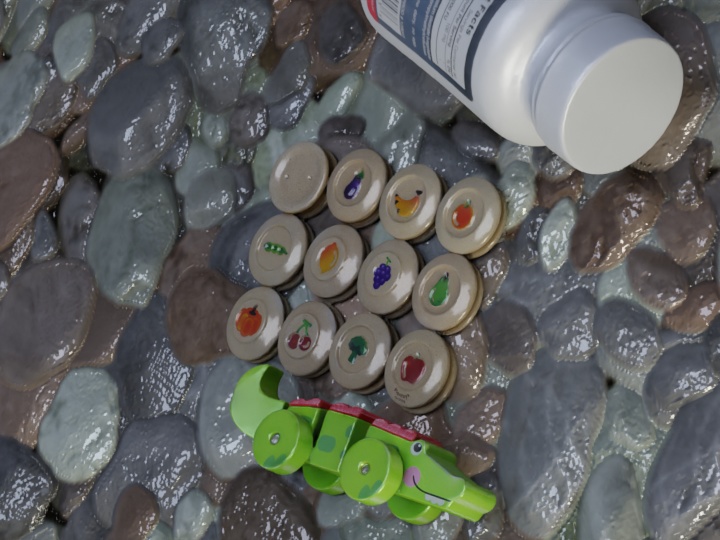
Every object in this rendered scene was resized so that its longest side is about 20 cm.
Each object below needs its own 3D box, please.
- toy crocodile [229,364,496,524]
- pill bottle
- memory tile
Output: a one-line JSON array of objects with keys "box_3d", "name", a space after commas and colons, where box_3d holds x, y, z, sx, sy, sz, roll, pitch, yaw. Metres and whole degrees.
[{"box_3d": [-0.001, 0.108, 1.646, 0.199, 0.067, 0.062, 16, 82, 44], "name": "toy crocodile"}, {"box_3d": [0.098, -0.145, 1.628, 0.120, 0.119, 0.200, -54, 48, 9], "name": "pill bottle"}, {"box_3d": [0.000, 0.000, 1.725, 0.199, 0.017, 0.154, 14, 82, 44], "name": "memory tile"}]
